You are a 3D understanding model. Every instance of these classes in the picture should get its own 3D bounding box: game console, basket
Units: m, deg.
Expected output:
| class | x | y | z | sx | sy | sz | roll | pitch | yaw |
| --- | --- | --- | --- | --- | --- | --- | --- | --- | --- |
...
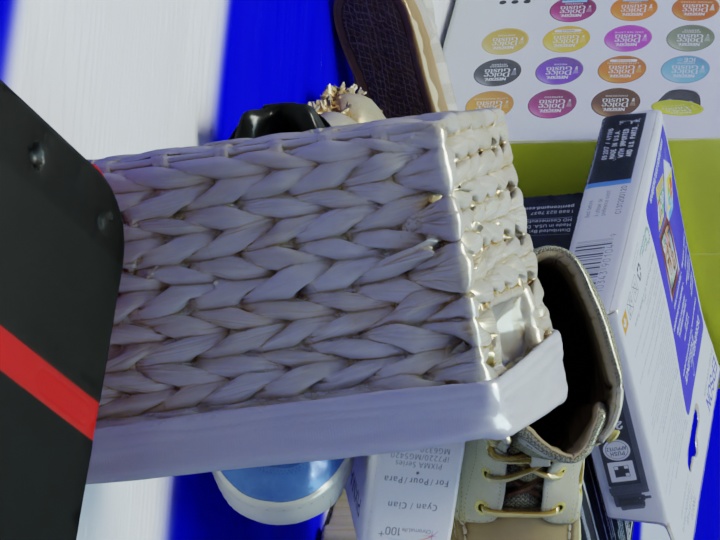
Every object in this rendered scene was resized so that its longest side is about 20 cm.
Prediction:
| class | x | y | z | sx | sy | sz | roll | pitch | yaw |
| --- | --- | --- | --- | --- | --- | --- | --- | --- | --- |
| game console | -0.144 | 0.012 | 1.001 | 0.200 | 0.031 | 0.177 | 45 | 48 | -54 |
| basket | -0.032 | 0.008 | 1.160 | 0.136 | 0.200 | 0.123 | -18 | 101 | -75 |

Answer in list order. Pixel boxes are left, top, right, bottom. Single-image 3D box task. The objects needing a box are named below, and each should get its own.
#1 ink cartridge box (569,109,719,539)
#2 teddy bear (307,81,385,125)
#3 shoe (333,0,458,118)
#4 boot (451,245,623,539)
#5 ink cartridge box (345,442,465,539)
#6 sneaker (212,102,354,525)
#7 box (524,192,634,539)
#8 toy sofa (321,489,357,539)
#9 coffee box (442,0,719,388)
| class | x | y | z | sx | sy | sz | roll | pitch | yaw |
| --- | --- | --- | --- | --- | --- | --- | --- | --- | --- |
| ink cartridge box | 0.162 | 0.044 | 1.725 | 0.198 | 0.043 | 0.200 | -72 | 150 | -51 |
| teddy bear | 0.000 | 0.000 | 1.574 | 0.145 | 0.067 | 0.200 | -85 | 160 | -61 |
| shoe | 0.031 | -0.073 | 1.657 | 0.053 | 0.070 | 0.200 | -41 | 126 | -61 |
| boot | 0.077 | 0.085 | 1.367 | 0.155 | 0.072 | 0.200 | -172 | -101 | -82 |
| ink cartridge box | 0.012 | 0.092 | 1.430 | 0.200 | 0.045 | 0.176 | -106 | -159 | -68 |
| sneaker | -0.039 | 0.010 | 1.359 | 0.111 | 0.077 | 0.200 | 81 | 11 | -48 |
| box | 0.090 | 0.093 | 1.764 | 0.198 | 0.123 | 0.200 | -78 | 159 | -45 |
| toy sofa | 0.034 | 0.215 | 1.619 | 0.098 | 0.083 | 0.200 | -70 | 155 | -58 |
| coffee box | 0.160 | -0.059 | 1.902 | 0.198 | 0.200 | 0.200 | -73 | 158 | -50 |
